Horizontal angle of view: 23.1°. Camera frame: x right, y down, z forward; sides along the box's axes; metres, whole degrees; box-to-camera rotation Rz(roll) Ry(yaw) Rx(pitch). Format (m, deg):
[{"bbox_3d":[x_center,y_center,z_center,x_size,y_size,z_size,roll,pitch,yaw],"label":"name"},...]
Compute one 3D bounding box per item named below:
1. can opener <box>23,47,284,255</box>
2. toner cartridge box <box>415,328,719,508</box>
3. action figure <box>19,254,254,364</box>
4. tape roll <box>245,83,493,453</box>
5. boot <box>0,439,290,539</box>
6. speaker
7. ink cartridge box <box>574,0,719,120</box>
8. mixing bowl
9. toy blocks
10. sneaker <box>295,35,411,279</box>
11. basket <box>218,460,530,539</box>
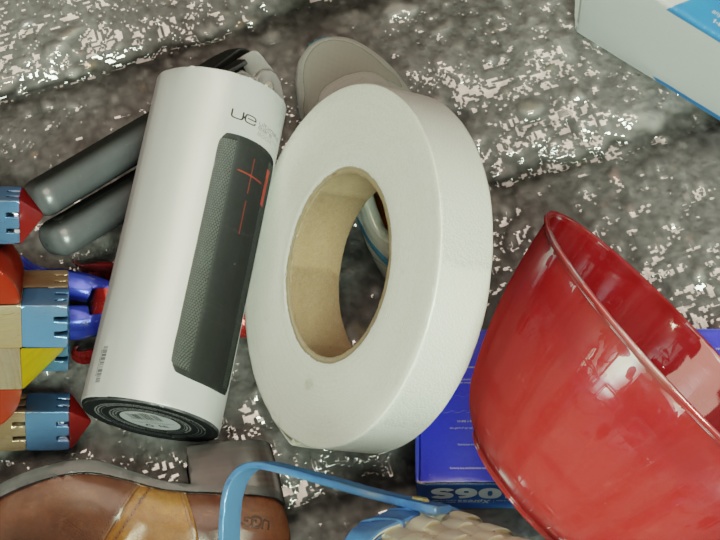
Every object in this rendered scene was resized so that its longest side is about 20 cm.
[{"bbox_3d":[-0.124,-0.074,1.079,0.066,0.053,0.200,1,31,47],"label":"can opener"},{"bbox_3d":[0.130,0.084,1.000,0.198,0.043,0.096,0,63,3],"label":"toner cartridge box"},{"bbox_3d":[-0.158,0.021,1.046,0.198,0.052,0.066,6,67,0],"label":"action figure"},{"bbox_3d":[0.000,0.000,0.968,0.037,0.203,0.204,8,56,-32],"label":"tape roll"},{"bbox_3d":[-0.121,0.204,0.952,0.186,0.069,0.202,-6,69,-8],"label":"boot"},{"bbox_3d":[-0.098,-0.011,0.997,0.080,0.081,0.202,8,71,7],"label":"speaker"},{"bbox_3d":[0.253,-0.206,1.125,0.146,0.086,0.200,35,68,19],"label":"ink cartridge box"},{"bbox_3d":[0.127,0.079,0.892,0.108,0.200,0.201,-45,65,15],"label":"mixing bowl"},{"bbox_3d":[-0.219,0.033,0.978,0.135,0.202,0.100,-1,21,-7],"label":"toy blocks"},{"bbox_3d":[0.017,-0.072,1.069,0.076,0.081,0.201,-24,62,-8],"label":"sneaker"},{"bbox_3d":[0.011,0.188,0.849,0.198,0.139,0.178,3,89,34],"label":"basket"}]
